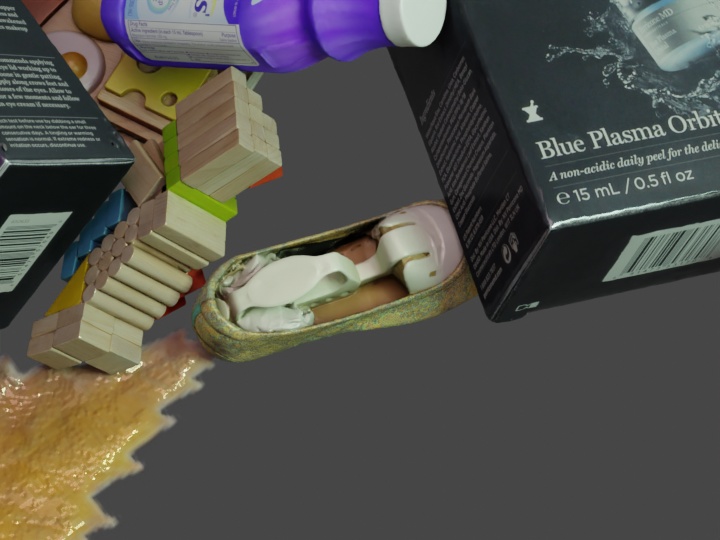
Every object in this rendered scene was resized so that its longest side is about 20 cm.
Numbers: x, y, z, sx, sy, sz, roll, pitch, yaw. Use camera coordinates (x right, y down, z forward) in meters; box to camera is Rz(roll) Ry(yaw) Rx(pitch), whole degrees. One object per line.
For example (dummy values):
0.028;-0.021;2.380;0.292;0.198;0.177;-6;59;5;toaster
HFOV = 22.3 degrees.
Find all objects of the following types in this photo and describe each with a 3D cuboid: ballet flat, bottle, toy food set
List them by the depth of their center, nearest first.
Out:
-0.049;-0.151;1.012;0.200;0.065;0.084;8;67;33;bottle
0.000;0.000;1.036;0.200;0.071;0.071;-18;67;-6;ballet flat
-0.149;-0.151;1.109;0.200;0.060;0.144;26;70;12;toy food set

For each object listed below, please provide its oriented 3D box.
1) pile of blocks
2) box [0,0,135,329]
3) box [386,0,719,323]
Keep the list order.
-0.111;-0.021;1.041;0.200;0.062;0.082;-49;42;12;pile of blocks
-0.247;-0.083;1.023;0.200;0.104;0.148;51;119;20;box
0.143;-0.098;1.027;0.197;0.117;0.200;-12;66;-18;box
